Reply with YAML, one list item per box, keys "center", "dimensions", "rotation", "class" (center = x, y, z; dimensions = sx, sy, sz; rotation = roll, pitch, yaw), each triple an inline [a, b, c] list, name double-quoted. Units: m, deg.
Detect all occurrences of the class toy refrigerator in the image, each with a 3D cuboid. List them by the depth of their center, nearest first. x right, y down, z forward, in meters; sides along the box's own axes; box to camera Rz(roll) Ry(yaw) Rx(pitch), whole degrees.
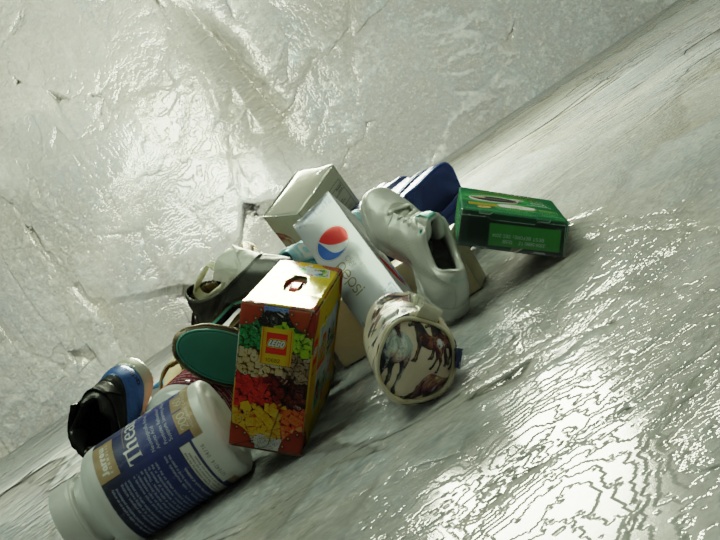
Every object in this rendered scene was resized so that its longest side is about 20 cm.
- center: [0.048, 0.030, 1.387]
  dimensions: [0.198, 0.076, 0.070]
  rotation: [-32, 6, 18]
  class: "toy refrigerator"

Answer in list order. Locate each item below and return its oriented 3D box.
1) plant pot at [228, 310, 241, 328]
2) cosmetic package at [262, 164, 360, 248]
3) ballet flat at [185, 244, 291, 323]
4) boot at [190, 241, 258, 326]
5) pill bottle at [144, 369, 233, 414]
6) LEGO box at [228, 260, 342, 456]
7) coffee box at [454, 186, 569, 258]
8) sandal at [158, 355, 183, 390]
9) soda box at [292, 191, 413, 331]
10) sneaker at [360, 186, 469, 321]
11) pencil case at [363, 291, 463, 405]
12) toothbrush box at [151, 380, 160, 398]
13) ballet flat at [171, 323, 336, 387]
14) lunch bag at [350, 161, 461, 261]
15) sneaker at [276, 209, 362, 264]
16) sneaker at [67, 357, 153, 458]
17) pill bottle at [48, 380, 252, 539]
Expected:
- center: [-0.089, 0.069, 1.479]
  dimensions: [0.197, 0.028, 0.201]
  rotation: [-18, -30, -11]
  class: "plant pot"
- center: [-0.036, -0.041, 1.630]
  dimensions: [0.087, 0.201, 0.104]
  rotation: [-2, 43, 47]
  class: "cosmetic package"
- center: [-0.161, 0.014, 1.412]
  dimensions: [0.199, 0.069, 0.068]
  rotation: [-31, 14, 45]
  class: "ballet flat"
- center: [-0.202, 0.058, 1.696]
  dimensions: [0.168, 0.072, 0.200]
  rotation: [-58, 13, 16]
  class: "boot"
- center: [-0.188, 0.170, 1.352]
  dimensions: [0.109, 0.110, 0.200]
  rotation: [-29, 7, 31]
  class: "pill bottle"
- center: [-0.075, 0.085, 1.200]
  dimensions: [0.076, 0.152, 0.200]
  rotation: [8, 12, 5]
  class: "LEGO box"
- center: [0.169, -0.057, 1.310]
  dimensions: [0.121, 0.045, 0.200]
  rotation: [7, 11, 1]
  class: "coffee box"
- center: [-0.231, 0.150, 1.501]
  dimensions: [0.076, 0.070, 0.213]
  rotation: [-12, 36, 0]
  class: "sandal"
- center: [0.000, 0.000, 1.325]
  dimensions: [0.064, 0.068, 0.201]
  rotation: [-42, 49, 8]
  class: "soda box"
- center: [0.067, -0.042, 1.277]
  dimensions: [0.074, 0.201, 0.089]
  rotation: [-21, -37, -22]
  class: "sneaker"
- center: [0.047, 0.067, 1.088]
  dimensions: [0.090, 0.077, 0.200]
  rotation: [-58, 5, 3]
  class: "pencil case"
- center: [-0.196, 0.146, 1.680]
  dimensions: [0.199, 0.086, 0.146]
  rotation: [-38, 7, -30]
  class: "toothbrush box"
- center: [-0.127, 0.104, 1.340]
  dimensions: [0.065, 0.197, 0.072]
  rotation: [-156, 81, -74]
  class: "ballet flat"
- center: [0.083, -0.061, 1.598]
  dimensions: [0.131, 0.137, 0.200]
  rotation: [-15, 19, 36]
  class: "lunch bag"
- center: [-0.061, -0.012, 1.480]
  dimensions: [0.200, 0.074, 0.082]
  rotation: [-44, -22, -8]
  class: "sneaker"
- center: [-0.299, 0.212, 1.335]
  dimensions: [0.111, 0.076, 0.203]
  rotation: [-40, -34, -61]
  class: "sneaker"
- center: [-0.221, 0.212, 1.190]
  dimensions: [0.198, 0.112, 0.111]
  rotation: [-33, 6, 2]
  class: "pill bottle"
